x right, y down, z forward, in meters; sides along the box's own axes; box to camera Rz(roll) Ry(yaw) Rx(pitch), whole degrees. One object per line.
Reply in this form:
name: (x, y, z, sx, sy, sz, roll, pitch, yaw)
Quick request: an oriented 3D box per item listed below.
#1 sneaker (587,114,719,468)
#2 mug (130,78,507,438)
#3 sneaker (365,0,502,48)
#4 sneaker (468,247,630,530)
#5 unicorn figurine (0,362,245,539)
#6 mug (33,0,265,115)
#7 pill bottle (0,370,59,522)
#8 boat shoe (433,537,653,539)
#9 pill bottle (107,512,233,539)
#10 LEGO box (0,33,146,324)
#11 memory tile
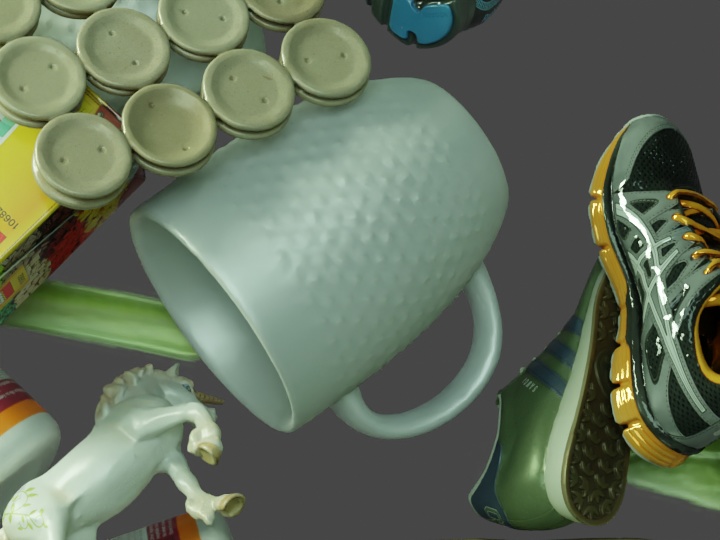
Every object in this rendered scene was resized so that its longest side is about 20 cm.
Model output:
sneaker: (0.179, 0.005, 1.274, 0.078, 0.077, 0.200, 12, 63, -39)
mug: (0.000, 0.000, 1.294, 0.175, 0.148, 0.200, -36, 106, -17)
sneaker: (0.005, -0.216, 1.380, 0.200, 0.073, 0.082, 52, 40, 8)
sneaker: (0.114, 0.061, 1.312, 0.067, 0.090, 0.200, 43, 50, -28)
unicorn figurine: (-0.122, 0.107, 1.233, 0.200, 0.074, 0.137, -30, 33, -28)
mug: (-0.126, -0.171, 1.343, 0.200, 0.148, 0.175, -35, 82, -38)
pill bottle: (-0.271, 0.062, 1.291, 0.200, 0.110, 0.110, 41, 81, 9)
boat shoe: (0.072, 0.184, 1.287, 0.200, 0.072, 0.065, -1, 76, -5)
pill bottle: (-0.154, 0.209, 1.263, 0.200, 0.110, 0.110, -19, 78, -3)
LEGO box: (-0.236, -0.074, 1.239, 0.200, 0.077, 0.149, 42, 77, 10)
memory tile: (-0.104, -0.122, 1.225, 0.200, 0.017, 0.153, -24, 71, -27)
